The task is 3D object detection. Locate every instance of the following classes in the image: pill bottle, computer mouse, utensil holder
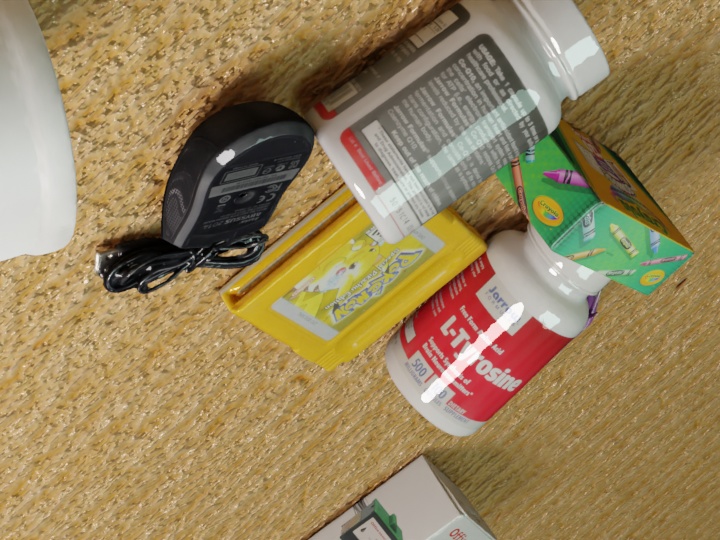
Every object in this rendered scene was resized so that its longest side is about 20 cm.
[{"bbox_3d":[0.123,0.040,1.671,0.200,0.113,0.112,-46,150,21],"label":"pill bottle"},{"bbox_3d":[-0.102,-0.061,1.352,0.137,0.053,0.200,-11,155,-35],"label":"computer mouse"},{"bbox_3d":[-0.273,-0.065,1.031,0.198,0.171,0.171,-19,148,-25],"label":"utensil holder"},{"bbox_3d":[0.070,-0.120,1.369,0.199,0.114,0.114,-35,152,1],"label":"pill bottle"}]

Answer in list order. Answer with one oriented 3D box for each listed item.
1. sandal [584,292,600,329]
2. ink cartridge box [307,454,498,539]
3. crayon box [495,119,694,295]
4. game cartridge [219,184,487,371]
[{"bbox_3d":[0.195,0.026,1.794,0.082,0.050,0.203,-28,151,-12],"label":"sandal"},{"bbox_3d":[0.028,0.293,1.987,0.199,0.085,0.146,-37,152,3],"label":"ink cartridge box"},{"bbox_3d":[0.185,-0.058,1.582,0.058,0.119,0.199,-43,151,16],"label":"crayon box"},{"bbox_3d":[0.000,0.000,1.566,0.176,0.033,0.200,-39,151,8],"label":"game cartridge"}]
